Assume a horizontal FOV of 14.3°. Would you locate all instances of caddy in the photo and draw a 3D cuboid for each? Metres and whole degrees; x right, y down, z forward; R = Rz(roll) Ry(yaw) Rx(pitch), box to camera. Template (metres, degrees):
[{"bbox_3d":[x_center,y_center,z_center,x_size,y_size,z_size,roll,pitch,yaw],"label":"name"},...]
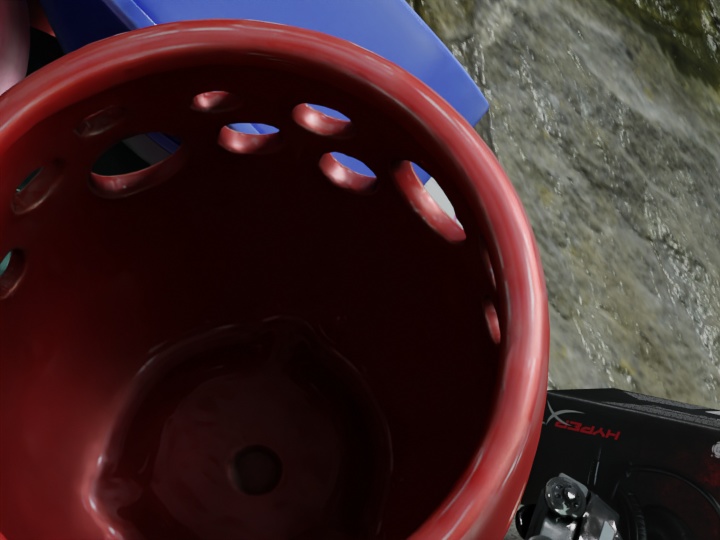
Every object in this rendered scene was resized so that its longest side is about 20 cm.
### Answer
[{"bbox_3d":[-0.050,-0.085,1.041,0.200,0.105,0.141,46,-2,-22],"label":"caddy"}]

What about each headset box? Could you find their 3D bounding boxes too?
[{"bbox_3d":[0.140,0.161,1.242,0.075,0.148,0.201,2,98,-55],"label":"headset box"}]

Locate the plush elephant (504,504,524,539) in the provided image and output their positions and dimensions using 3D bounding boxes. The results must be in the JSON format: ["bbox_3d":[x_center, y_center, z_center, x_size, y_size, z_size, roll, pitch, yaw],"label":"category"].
[{"bbox_3d":[0.059,0.165,1.144,0.164,0.155,0.200,8,40,-13],"label":"plush elephant"}]

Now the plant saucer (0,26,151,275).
[{"bbox_3d":[-0.135,-0.008,1.038,0.199,0.036,0.201,10,68,-24],"label":"plant saucer"}]

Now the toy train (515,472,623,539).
[{"bbox_3d":[0.057,0.161,1.040,0.046,0.034,0.200,30,52,-9],"label":"toy train"}]

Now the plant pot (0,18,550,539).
[{"bbox_3d":[-0.040,0.043,0.918,0.183,0.200,0.201,82,-8,-72],"label":"plant pot"}]

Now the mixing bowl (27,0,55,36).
[{"bbox_3d":[-0.145,-0.198,1.119,0.200,0.108,0.201,33,39,-32],"label":"mixing bowl"}]

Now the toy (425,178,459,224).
[{"bbox_3d":[0.000,0.000,1.161,0.115,0.047,0.200,36,31,-23],"label":"toy"}]

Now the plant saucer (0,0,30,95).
[{"bbox_3d":[-0.213,-0.090,0.972,0.200,0.051,0.201,17,47,-19],"label":"plant saucer"}]
